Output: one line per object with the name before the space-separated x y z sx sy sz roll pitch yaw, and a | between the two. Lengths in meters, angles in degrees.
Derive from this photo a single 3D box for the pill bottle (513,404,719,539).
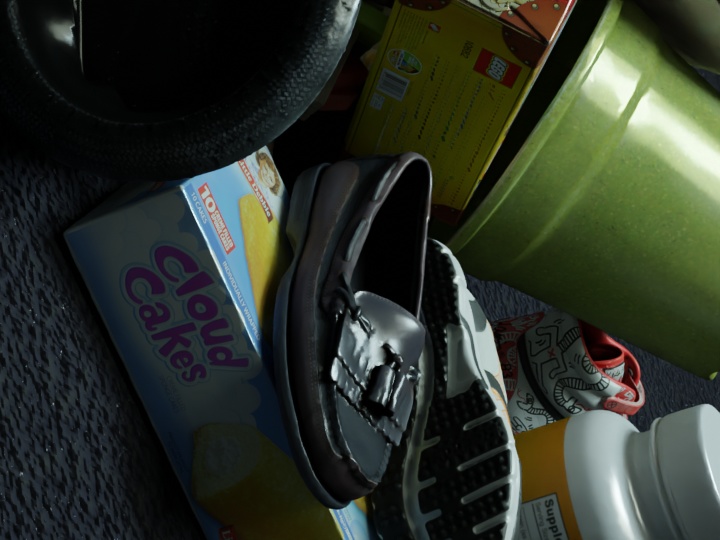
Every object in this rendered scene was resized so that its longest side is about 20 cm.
pill bottle | 0.100 0.137 1.050 0.111 0.200 0.111 51 27 -40

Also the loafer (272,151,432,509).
loafer | 0.002 0.016 0.923 0.072 0.063 0.200 53 26 -38

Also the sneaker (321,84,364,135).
sneaker | 0.046 -0.117 1.244 0.076 0.116 0.200 31 1 16

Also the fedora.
fedora | -0.080 -0.125 0.908 0.092 0.200 0.201 58 17 -72

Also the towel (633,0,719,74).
towel | 0.151 -0.188 1.151 0.191 0.032 0.200 49 -7 -32

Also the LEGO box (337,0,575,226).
LEGO box | 0.067 -0.137 1.041 0.149 0.077 0.200 -61 178 -26

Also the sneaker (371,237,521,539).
sneaker | 0.048 0.080 0.972 0.080 0.074 0.200 50 27 -48

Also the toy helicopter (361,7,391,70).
toy helicopter | 0.030 -0.149 1.352 0.200 0.079 0.132 -56 133 -52

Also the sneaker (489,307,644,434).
sneaker | 0.140 0.115 1.299 0.201 0.108 0.067 63 22 -17

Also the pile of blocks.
pile of blocks | 0.005 -0.156 1.071 0.062 0.082 0.200 29 51 -12

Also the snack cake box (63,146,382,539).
snack cake box | -0.052 0.044 0.950 0.200 0.067 0.115 66 22 -11

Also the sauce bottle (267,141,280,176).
sauce bottle | -0.081 -0.096 1.007 0.200 0.065 0.065 64 21 -9

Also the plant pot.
plant pot | 0.163 -0.038 1.163 0.184 0.200 0.200 34 28 -6
